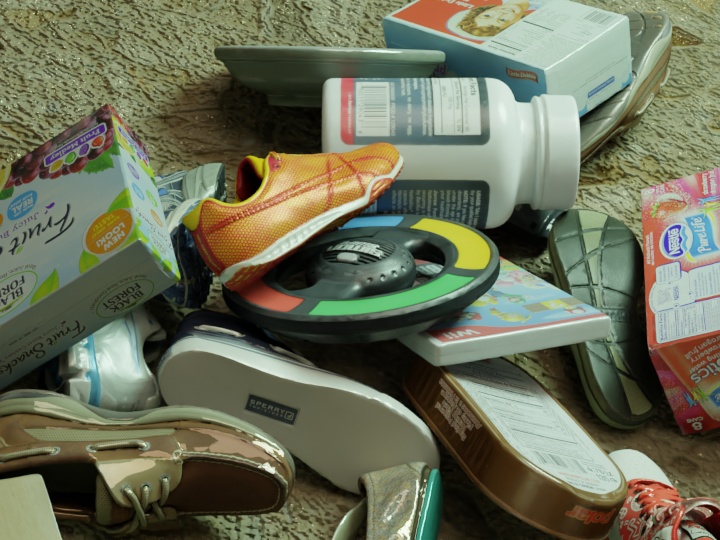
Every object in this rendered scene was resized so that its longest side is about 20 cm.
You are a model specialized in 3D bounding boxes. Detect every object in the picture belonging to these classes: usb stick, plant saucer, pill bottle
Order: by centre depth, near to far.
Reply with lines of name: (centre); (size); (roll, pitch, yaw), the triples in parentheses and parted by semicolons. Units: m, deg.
pill bottle: (0.069, -0.092, 1.170); (0.198, 0.120, 0.120); (0, 41, 0)
usb stick: (0.080, -0.079, 1.251); (0.199, 0.033, 0.055); (29, 41, 15)
plant saucer: (-0.026, -0.166, 1.265); (0.198, 0.051, 0.200); (1, 7, 0)

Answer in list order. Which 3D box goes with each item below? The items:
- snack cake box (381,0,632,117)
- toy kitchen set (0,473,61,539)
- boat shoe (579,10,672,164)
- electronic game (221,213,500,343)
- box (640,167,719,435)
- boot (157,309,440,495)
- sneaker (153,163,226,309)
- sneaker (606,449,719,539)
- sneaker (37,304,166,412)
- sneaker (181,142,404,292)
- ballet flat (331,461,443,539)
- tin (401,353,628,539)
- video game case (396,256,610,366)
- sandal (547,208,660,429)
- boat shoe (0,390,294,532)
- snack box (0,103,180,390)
snack cake box: (0.130, -0.197, 1.322); (0.115, 0.068, 0.199); (-34, 41, -29)
toy kitchen set: (-0.241, 0.180, 0.749); (0.198, 0.164, 0.181); (-7, 45, -24)
boat shoe: (0.231, -0.153, 1.350); (0.075, 0.072, 0.200); (20, 58, 39)
electronic game: (0.000, 0.000, 1.046); (0.198, 0.042, 0.200); (-5, 22, 2)
box: (0.276, 0.017, 1.129); (0.099, 0.096, 0.201); (-15, 35, 19)
boot: (-0.038, 0.083, 1.003); (0.199, 0.073, 0.090); (25, 19, -7)
sneaker: (-0.149, -0.024, 1.071); (0.084, 0.078, 0.200); (-1, 17, 3)
sneaker: (0.202, 0.167, 0.947); (0.067, 0.109, 0.202); (9, 40, -8)
sneaker: (-0.181, 0.031, 1.026); (0.086, 0.075, 0.201); (9, 42, -27)
sneaker: (-0.039, -0.058, 1.031); (0.200, 0.073, 0.077); (-31, 87, -47)
ballet flat: (0.007, 0.196, 0.899); (0.067, 0.069, 0.201); (-1, 33, 11)
tin: (0.103, 0.108, 0.992); (0.111, 0.042, 0.200); (20, 18, -35)
video game case: (0.069, 0.019, 1.085); (0.142, 0.018, 0.200); (-7, 21, -25)
sandal: (0.179, 0.035, 1.140); (0.079, 0.057, 0.202); (10, 55, -15)
boat shoe: (-0.141, 0.129, 0.902); (0.198, 0.076, 0.072); (5, 37, 3)
snack box: (-0.224, -0.003, 0.966); (0.199, 0.053, 0.143); (-31, 46, 9)
